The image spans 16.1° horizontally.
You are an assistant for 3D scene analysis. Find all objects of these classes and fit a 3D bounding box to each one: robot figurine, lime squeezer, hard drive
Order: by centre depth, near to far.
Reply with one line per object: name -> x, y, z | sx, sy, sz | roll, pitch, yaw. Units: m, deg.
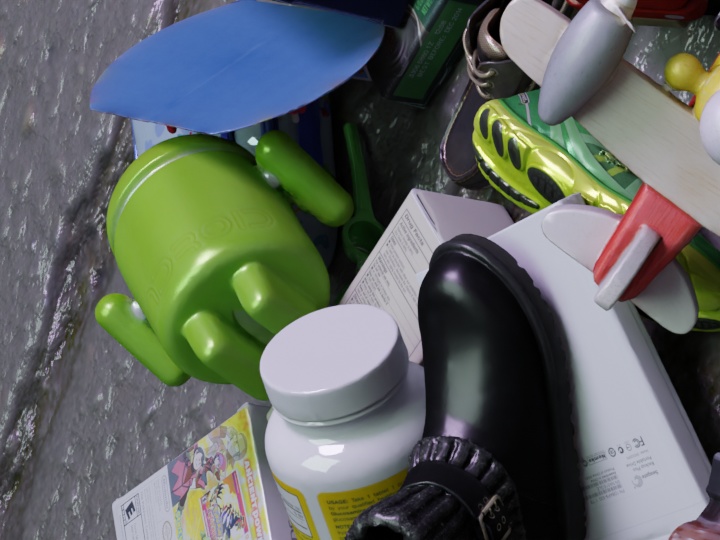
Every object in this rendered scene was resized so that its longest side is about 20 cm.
hard drive -> 0.120, 0.070, 1.444 | 0.132, 0.027, 0.201 | -27, 88, 48
robot figurine -> -0.092, -0.008, 1.619 | 0.176, 0.115, 0.200 | -46, 43, 12
lime squeezer -> 0.000, 0.000, 1.689 | 0.071, 0.037, 0.202 | 154, 121, -83

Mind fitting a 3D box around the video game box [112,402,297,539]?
video game box -> -0.096, 0.219, 1.756 | 0.182, 0.047, 0.201 | -38, 55, 45

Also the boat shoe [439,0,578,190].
boat shoe -> 0.095, -0.137, 1.546 | 0.201, 0.073, 0.075 | -60, 42, 27

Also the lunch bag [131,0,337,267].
lunch bag -> -0.087, -0.080, 1.775 | 0.160, 0.082, 0.202 | -19, 70, 46

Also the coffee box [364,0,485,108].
coffee box -> 0.018, -0.217, 1.689 | 0.123, 0.044, 0.201 | -56, 44, 30

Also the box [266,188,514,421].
box -> 0.030, 0.056, 1.591 | 0.201, 0.077, 0.095 | -56, 44, 30

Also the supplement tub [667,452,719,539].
supplement tub -> 0.201, 0.199, 1.314 | 0.107, 0.106, 0.202 | 12, 93, 53

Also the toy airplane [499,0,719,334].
toy airplane -> 0.181, -0.061, 1.315 | 0.141, 0.198, 0.201 | 108, 154, -88

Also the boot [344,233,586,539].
boot -> 0.045, 0.100, 1.395 | 0.079, 0.157, 0.213 | -5, 105, 46

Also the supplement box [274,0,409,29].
supplement box -> -0.045, -0.253, 1.652 | 0.200, 0.108, 0.110 | 44, 118, 48

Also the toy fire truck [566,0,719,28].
toy fire truck -> 0.164, -0.231, 1.369 | 0.128, 0.200, 0.178 | 6, 88, 19

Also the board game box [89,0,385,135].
board game box -> -0.078, -0.118, 1.654 | 0.199, 0.158, 0.039 | 13, 130, 43

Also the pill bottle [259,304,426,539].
pill bottle -> 0.009, 0.125, 1.503 | 0.112, 0.112, 0.201 | 31, 146, 51

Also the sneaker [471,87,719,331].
sneaker -> 0.151, -0.045, 1.449 | 0.200, 0.083, 0.074 | 44, 152, 27
